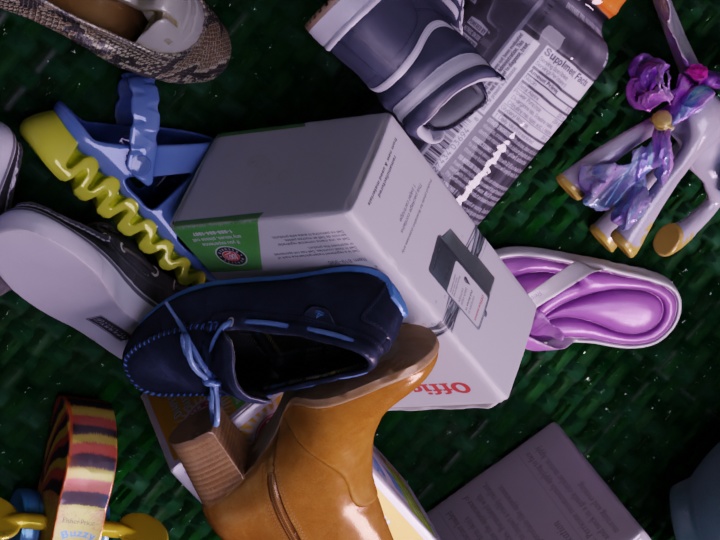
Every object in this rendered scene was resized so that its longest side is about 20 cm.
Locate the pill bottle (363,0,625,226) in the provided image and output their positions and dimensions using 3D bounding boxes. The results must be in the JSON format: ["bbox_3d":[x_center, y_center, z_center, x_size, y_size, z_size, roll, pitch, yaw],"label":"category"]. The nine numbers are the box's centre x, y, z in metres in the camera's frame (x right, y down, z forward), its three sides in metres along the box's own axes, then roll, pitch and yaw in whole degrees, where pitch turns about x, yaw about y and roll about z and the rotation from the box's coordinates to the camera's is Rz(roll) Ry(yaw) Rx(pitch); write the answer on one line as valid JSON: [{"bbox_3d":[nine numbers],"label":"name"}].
[{"bbox_3d":[0.089,-0.127,1.394,0.106,0.106,0.200,34,99,-29],"label":"pill bottle"}]

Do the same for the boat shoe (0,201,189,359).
[{"bbox_3d":[-0.166,0.004,1.368,0.069,0.057,0.200,-9,148,27],"label":"boat shoe"}]

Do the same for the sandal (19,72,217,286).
[{"bbox_3d":[-0.120,-0.053,1.374,0.087,0.079,0.200,-46,121,2],"label":"sandal"}]

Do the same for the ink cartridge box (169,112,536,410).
[{"bbox_3d":[0.000,0.000,1.360,0.200,0.146,0.083,51,49,-38],"label":"ink cartridge box"}]

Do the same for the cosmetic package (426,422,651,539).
[{"bbox_3d":[0.128,0.255,1.551,0.200,0.165,0.165,-36,121,0],"label":"cosmetic package"}]

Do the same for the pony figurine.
[{"bbox_3d":[0.229,-0.103,1.445,0.200,0.167,0.193,-44,152,0],"label":"pony figurine"}]

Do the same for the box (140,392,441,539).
[{"bbox_3d":[-0.045,0.141,1.468,0.101,0.113,0.200,-39,119,3],"label":"box"}]

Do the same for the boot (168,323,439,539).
[{"bbox_3d":[-0.008,0.124,1.348,0.201,0.071,0.144,-24,115,22],"label":"boot"}]

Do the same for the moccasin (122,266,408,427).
[{"bbox_3d":[-0.069,0.045,1.300,0.200,0.068,0.080,-18,126,33],"label":"moccasin"}]

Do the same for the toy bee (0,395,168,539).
[{"bbox_3d":[-0.193,0.192,1.444,0.131,0.109,0.200,-12,117,-16],"label":"toy bee"}]

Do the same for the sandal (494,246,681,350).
[{"bbox_3d":[0.140,0.026,1.514,0.202,0.050,0.083,-3,114,-18],"label":"sandal"}]

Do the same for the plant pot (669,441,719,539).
[{"bbox_3d":[0.309,0.199,1.587,0.134,0.200,0.200,-19,121,16],"label":"plant pot"}]

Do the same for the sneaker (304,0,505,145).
[{"bbox_3d":[0.046,-0.147,1.314,0.109,0.200,0.070,46,121,-1],"label":"sneaker"}]

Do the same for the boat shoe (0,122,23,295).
[{"bbox_3d":[-0.245,-0.001,1.360,0.066,0.070,0.200,13,110,-30],"label":"boat shoe"}]

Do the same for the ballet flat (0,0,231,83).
[{"bbox_3d":[-0.156,-0.168,1.303,0.200,0.075,0.068,21,68,-25],"label":"ballet flat"}]
